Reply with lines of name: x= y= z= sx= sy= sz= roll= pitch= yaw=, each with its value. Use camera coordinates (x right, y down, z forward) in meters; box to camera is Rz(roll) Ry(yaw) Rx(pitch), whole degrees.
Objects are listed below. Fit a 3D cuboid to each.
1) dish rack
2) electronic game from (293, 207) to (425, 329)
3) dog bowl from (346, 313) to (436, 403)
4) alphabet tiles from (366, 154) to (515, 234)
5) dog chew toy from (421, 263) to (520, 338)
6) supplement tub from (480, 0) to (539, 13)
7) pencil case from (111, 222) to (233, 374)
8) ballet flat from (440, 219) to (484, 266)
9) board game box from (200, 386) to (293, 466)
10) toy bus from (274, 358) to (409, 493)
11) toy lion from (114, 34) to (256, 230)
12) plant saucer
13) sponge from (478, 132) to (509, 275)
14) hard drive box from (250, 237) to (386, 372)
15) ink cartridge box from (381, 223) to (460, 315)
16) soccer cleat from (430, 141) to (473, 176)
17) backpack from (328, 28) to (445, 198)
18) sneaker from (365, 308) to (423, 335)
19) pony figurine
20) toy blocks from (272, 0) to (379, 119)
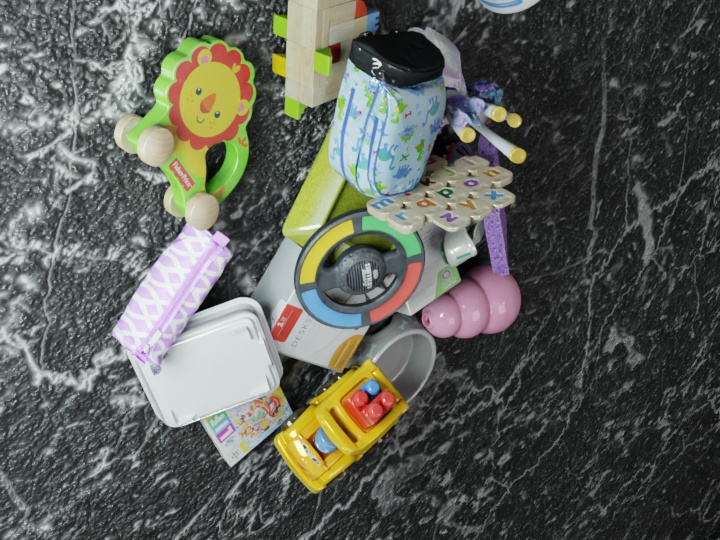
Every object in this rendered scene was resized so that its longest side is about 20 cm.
dish rack: x=-0.214 y=0.139 z=1.367 sx=0.197 sy=0.044 sz=0.174 roll=-20 pitch=124 yaw=-6
electronic game: x=0.000 y=0.000 z=1.385 sx=0.196 sy=0.042 sz=0.203 roll=-10 pitch=126 yaw=-15
dog bowl: x=0.053 y=0.168 z=1.705 sx=0.198 sy=0.058 sz=0.203 roll=-26 pitch=134 yaw=-30
alphabet tiles: x=0.110 y=-0.107 z=1.329 sx=0.198 sy=0.195 sz=0.015 roll=-27 pitch=127 yaw=-25
dog chew toy: x=0.191 y=0.063 z=1.715 sx=0.197 sy=0.124 sz=0.127 roll=-16 pitch=129 yaw=-34
supplement tub: x=0.186 y=-0.464 z=1.323 sx=0.132 sy=0.132 sz=0.200 roll=-50 pitch=141 yaw=-3
pencil case: x=-0.249 y=0.031 z=1.278 sx=0.083 sy=0.085 sz=0.202 roll=33 pitch=85 yaw=-16
ballet flat: x=0.173 y=-0.082 z=1.551 sx=0.202 sy=0.068 sz=0.070 roll=-75 pitch=164 yaw=-48
board game box: x=-0.191 y=0.201 z=1.507 sx=0.134 sy=0.034 sz=0.202 roll=-38 pitch=138 yaw=-17
toy bus: x=-0.020 y=0.238 z=1.513 sx=0.199 sy=0.136 sz=0.192 roll=-39 pitch=177 yaw=-23
toy lion: x=-0.198 y=-0.182 z=1.211 sx=0.192 sy=0.068 sz=0.201 roll=-49 pitch=141 yaw=-17
plant saucer: x=0.010 y=-0.098 z=1.411 sx=0.198 sy=0.048 sz=0.203 roll=29 pitch=86 yaw=-35
sponge: x=0.208 y=-0.100 z=1.506 sx=0.029 sy=0.113 sz=0.202 roll=-5 pitch=137 yaw=12
hard drive box: x=-0.071 y=0.057 z=1.488 sx=0.199 sy=0.077 sz=0.158 roll=23 pitch=101 yaw=-49
ink cartridge box: x=0.072 y=-0.047 z=1.533 sx=0.116 sy=0.067 sz=0.203 roll=-31 pitch=115 yaw=-24
soccer cleat: x=0.158 y=-0.150 z=1.507 sx=0.200 sy=0.075 sz=0.068 roll=-52 pitch=152 yaw=-64
backpack: x=0.033 y=-0.197 z=1.280 sx=0.162 sy=0.154 sz=0.201 roll=-19 pitch=149 yaw=-50
sneaker: x=0.076 y=0.045 z=1.637 sx=0.201 sy=0.060 sz=0.104 roll=-53 pitch=136 yaw=-6
pony figurine: x=0.136 y=-0.240 z=1.413 sx=0.191 sy=0.200 sz=0.169 roll=15 pitch=110 yaw=-33
toy blocks: x=-0.033 y=-0.310 z=1.263 sx=0.136 sy=0.099 sz=0.203 roll=-30 pitch=137 yaw=-42
